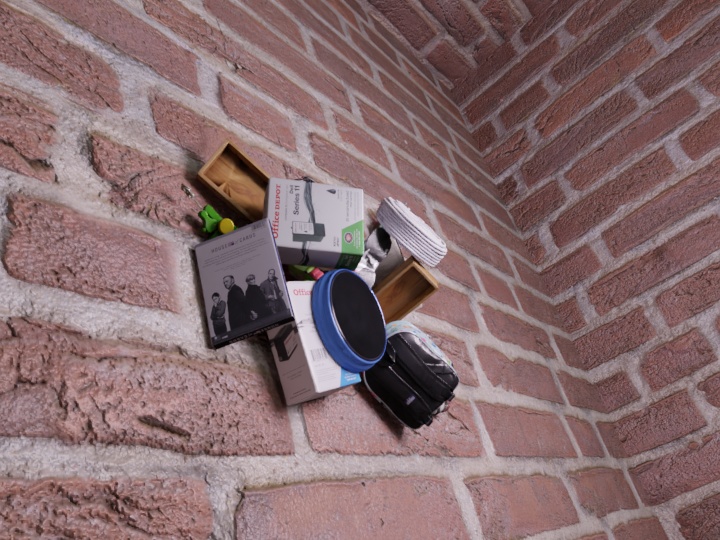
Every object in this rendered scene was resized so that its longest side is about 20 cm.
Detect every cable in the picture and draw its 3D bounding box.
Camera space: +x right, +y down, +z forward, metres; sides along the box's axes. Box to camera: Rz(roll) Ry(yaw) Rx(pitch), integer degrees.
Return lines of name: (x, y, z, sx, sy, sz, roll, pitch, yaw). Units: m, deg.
cable: (0.117, -0.093, 1.382, 0.198, 0.070, 0.201, 28, 17, -51)

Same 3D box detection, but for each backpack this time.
backpack: (0.097, 0.214, 1.277, 0.199, 0.178, 0.151, 41, 7, -16)

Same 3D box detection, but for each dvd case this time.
dvd case: (-0.206, 0.019, 1.025, 0.025, 0.146, 0.205, 71, 0, -62)

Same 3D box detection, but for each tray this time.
tray: (0.081, 0.064, 1.378, 0.098, 0.199, 0.037, 40, 22, -23)
tray: (-0.228, -0.163, 1.201, 0.199, 0.037, 0.100, 41, 71, -10)

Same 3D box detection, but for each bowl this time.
bowl: (-0.015, 0.092, 1.133, 0.200, 0.039, 0.205, 40, 37, -38)

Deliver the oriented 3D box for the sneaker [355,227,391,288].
sneaker: (0.000, 0.000, 1.345, 0.080, 0.086, 0.201, 42, 67, -7)

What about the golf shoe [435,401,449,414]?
golf shoe: (0.158, 0.253, 1.442, 0.091, 0.072, 0.205, 8, 53, -53)

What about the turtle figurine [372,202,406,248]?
turtle figurine: (0.082, -0.112, 1.695, 0.202, 0.097, 0.154, -73, 163, -56)

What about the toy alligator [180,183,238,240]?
toy alligator: (-0.276, -0.078, 1.112, 0.199, 0.059, 0.055, 42, 70, -26)

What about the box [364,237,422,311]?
box: (0.079, 0.009, 1.488, 0.078, 0.092, 0.205, -86, 154, -72)

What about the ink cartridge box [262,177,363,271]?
ink cartridge box: (-0.095, -0.090, 1.151, 0.193, 0.083, 0.152, 5, 67, -14)

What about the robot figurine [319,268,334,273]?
robot figurine: (-0.061, -0.081, 1.306, 0.201, 0.121, 0.154, -59, 131, -64)

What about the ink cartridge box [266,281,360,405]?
ink cartridge box: (-0.095, 0.132, 1.098, 0.143, 0.082, 0.206, 2, 66, -56)

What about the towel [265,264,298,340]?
towel: (-0.149, 0.067, 1.193, 0.143, 0.022, 0.205, 25, 40, -47)

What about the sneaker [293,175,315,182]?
sneaker: (-0.138, -0.184, 1.323, 0.077, 0.083, 0.199, 38, -6, -19)

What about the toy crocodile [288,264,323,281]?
toy crocodile: (-0.074, 0.047, 1.232, 0.200, 0.062, 0.067, 46, 32, 8)
